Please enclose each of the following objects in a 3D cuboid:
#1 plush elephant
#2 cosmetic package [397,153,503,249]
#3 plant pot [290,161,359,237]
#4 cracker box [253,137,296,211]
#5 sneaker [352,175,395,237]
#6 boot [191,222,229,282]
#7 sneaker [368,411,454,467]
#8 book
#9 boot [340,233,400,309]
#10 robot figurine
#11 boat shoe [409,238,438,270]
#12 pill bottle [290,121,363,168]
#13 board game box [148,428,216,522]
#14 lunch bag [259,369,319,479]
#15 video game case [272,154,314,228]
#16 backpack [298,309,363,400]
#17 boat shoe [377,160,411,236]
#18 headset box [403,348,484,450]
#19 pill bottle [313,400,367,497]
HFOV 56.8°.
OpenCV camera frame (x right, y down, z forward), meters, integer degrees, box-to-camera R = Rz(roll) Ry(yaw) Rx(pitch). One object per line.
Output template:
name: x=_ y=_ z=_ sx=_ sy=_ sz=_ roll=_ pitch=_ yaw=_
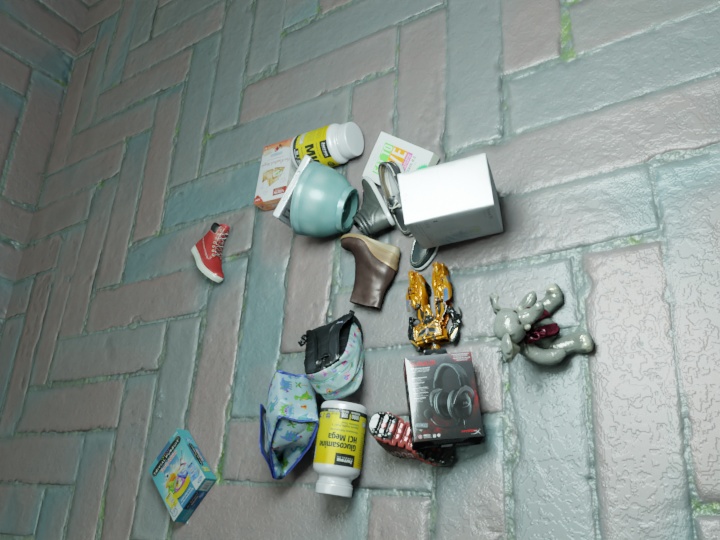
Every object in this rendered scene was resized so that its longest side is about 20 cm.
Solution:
plush elephant: x=0.333 y=0.111 z=1.336 sx=0.198 sy=0.154 sz=0.167 roll=-31 pitch=54 yaw=22
cosmetic package: x=0.205 y=-0.147 z=1.484 sx=0.196 sy=0.199 sz=0.125 roll=-13 pitch=73 yaw=15
plant pot: x=-0.084 y=-0.177 z=1.785 sx=0.132 sy=0.200 sz=0.204 roll=16 pitch=79 yaw=17
cracker box: x=-0.248 y=-0.293 z=2.036 sx=0.132 sy=0.057 sz=0.204 roll=-9 pitch=66 yaw=35
sneaker: x=0.013 y=-0.168 z=1.747 sx=0.098 sy=0.071 sz=0.202 roll=-29 pitch=47 yaw=5
boot: x=-0.448 y=-0.065 z=2.083 sx=0.145 sy=0.072 sz=0.200 roll=-48 pitch=46 yaw=8
sneaker: x=0.112 y=0.375 z=1.448 sx=0.197 sy=0.099 sz=0.072 roll=19 pitch=61 yaw=18
book: x=0.104 y=-0.274 z=1.767 sx=0.199 sy=0.048 sz=0.135 roll=31 pitch=96 yaw=41
boot: x=0.000 y=0.000 z=1.700 sx=0.198 sy=0.072 sz=0.169 roll=16 pitch=78 yaw=37
robot figurine: x=0.162 y=0.090 z=1.544 sx=0.143 sy=0.058 sz=0.204 roll=-20 pitch=59 yaw=31
boat shoe: x=0.164 y=-0.102 z=1.627 sx=0.075 sy=0.060 sz=0.203 roll=16 pitch=80 yaw=41
pill bottle: x=-0.095 y=-0.354 z=1.906 sx=0.197 sy=0.114 sz=0.117 roll=-10 pitch=64 yaw=35
board game box: x=-0.498 y=0.567 z=1.850 sx=0.152 sy=0.047 sz=0.200 roll=-54 pitch=49 yaw=5
lunch bag: x=-0.182 y=0.374 z=1.613 sx=0.171 sy=0.125 sz=0.203 roll=-102 pitch=27 yaw=-56
video game case: x=-0.162 y=-0.208 z=1.846 sx=0.023 sy=0.200 sz=0.184 roll=28 pitch=88 yaw=14
backpack: x=-0.061 y=0.208 z=1.588 sx=0.165 sy=0.127 sz=0.201 roll=-30 pitch=22 yaw=16
boat shoe: x=0.092 y=-0.184 z=1.691 sx=0.073 sy=0.060 sz=0.204 roll=-23 pitch=74 yaw=44
headset box: x=0.170 y=0.264 z=1.405 sx=0.145 sy=0.078 sz=0.204 roll=-4 pitch=64 yaw=-1
pill bottle: x=-0.049 y=0.410 z=1.527 sx=0.111 sy=0.112 sz=0.204 roll=-7 pitch=66 yaw=35
